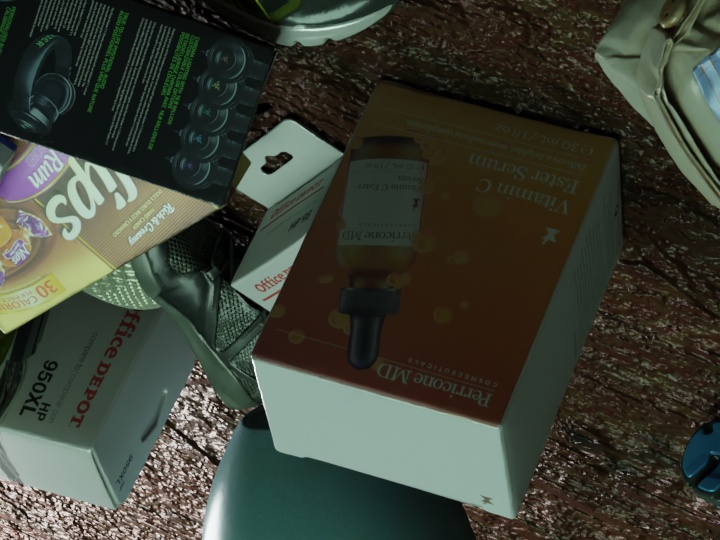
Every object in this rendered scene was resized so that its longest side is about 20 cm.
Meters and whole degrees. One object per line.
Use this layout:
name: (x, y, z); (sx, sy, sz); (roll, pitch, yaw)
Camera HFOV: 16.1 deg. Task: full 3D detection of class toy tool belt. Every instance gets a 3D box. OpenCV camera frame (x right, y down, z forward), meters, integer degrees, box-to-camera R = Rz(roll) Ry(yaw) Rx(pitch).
toy tool belt: (0.220, -0.081, 1.238); (0.200, 0.125, 0.123); (38, 157, -23)

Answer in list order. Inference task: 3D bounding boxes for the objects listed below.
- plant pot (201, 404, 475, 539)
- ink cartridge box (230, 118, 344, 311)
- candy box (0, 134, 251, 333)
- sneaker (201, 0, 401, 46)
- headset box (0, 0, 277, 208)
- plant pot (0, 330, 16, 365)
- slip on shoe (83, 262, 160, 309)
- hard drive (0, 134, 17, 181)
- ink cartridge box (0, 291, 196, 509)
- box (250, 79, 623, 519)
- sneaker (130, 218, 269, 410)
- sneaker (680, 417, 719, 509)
plant pot: (-0.026, 0.160, 1.787); (0.199, 0.200, 0.136); (-3, 105, 40)
ink cartridge box: (0.000, 0.000, 1.596); (0.199, 0.067, 0.116); (33, 151, -15)
candy box: (-0.179, -0.055, 1.571); (0.199, 0.057, 0.117); (-27, 110, 33)
sneaker: (-0.067, -0.178, 1.347); (0.199, 0.075, 0.085); (12, 148, 22)
headset box: (-0.147, -0.110, 1.396); (0.199, 0.093, 0.174); (19, -176, -9)
plant pot: (-0.328, -0.009, 1.728); (0.192, 0.201, 0.201); (12, 150, 5)
slip on shoe: (-0.192, -0.046, 1.674); (0.074, 0.061, 0.200); (-19, 126, 45)
hard drive: (-0.308, -0.091, 1.521); (0.199, 0.025, 0.132); (33, 145, -4)
ink cartridge box: (-0.237, 0.069, 1.812); (0.199, 0.145, 0.084); (13, 149, 20)
box: (0.048, 0.015, 1.444); (0.151, 0.201, 0.107); (15, 150, 16)
sneaker: (-0.075, 0.007, 1.665); (0.114, 0.076, 0.200); (-12, 128, 28)
sneaker: (0.305, 0.135, 1.598); (0.199, 0.074, 0.082); (12, 165, 34)
